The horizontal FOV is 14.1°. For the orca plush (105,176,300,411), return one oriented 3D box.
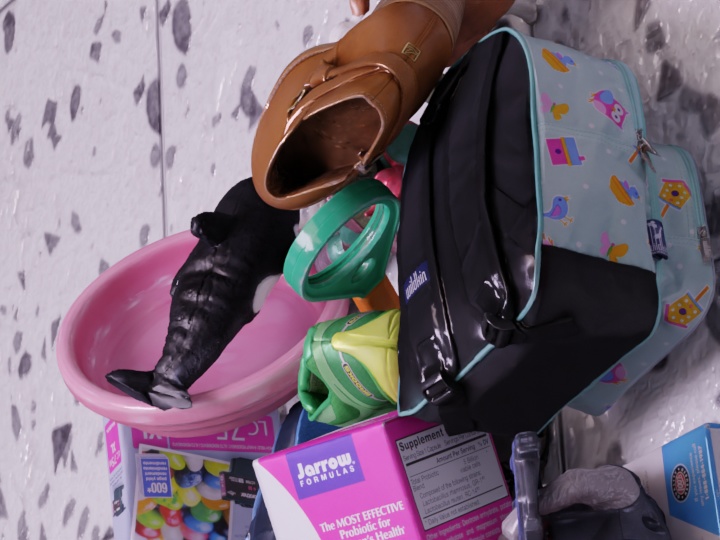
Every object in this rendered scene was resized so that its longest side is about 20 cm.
[{"bbox_3d":[-0.105,-0.003,1.886,0.105,0.071,0.200,7,47,45],"label":"orca plush"}]

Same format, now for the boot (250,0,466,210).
[{"bbox_3d":[-0.024,-0.076,1.661,0.200,0.074,0.155,-51,6,37],"label":"boot"}]

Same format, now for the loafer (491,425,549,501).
[{"bbox_3d":[0.081,0.081,1.702,0.063,0.072,0.201,-5,78,54],"label":"loafer"}]

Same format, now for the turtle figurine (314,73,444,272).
[{"bbox_3d":[0.019,-0.060,1.814,0.200,0.100,0.150,150,125,-63],"label":"turtle figurine"}]

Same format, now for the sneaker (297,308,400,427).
[{"bbox_3d":[0.007,0.065,1.756,0.200,0.083,0.074,71,-153,-68],"label":"sneaker"}]

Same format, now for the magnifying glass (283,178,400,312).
[{"bbox_3d":[0.000,0.000,1.716,0.080,0.200,0.022,-45,72,-5],"label":"magnifying glass"}]

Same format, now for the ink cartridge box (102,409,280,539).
[{"bbox_3d":[-0.103,0.186,1.945,0.042,0.119,0.201,136,132,-57],"label":"ink cartridge box"}]

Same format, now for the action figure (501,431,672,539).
[{"bbox_3d":[0.133,0.179,1.462,0.194,0.104,0.200,-113,14,-49],"label":"action figure"}]

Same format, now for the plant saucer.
[{"bbox_3d":[-0.101,0.044,1.937,0.201,0.200,0.051,48,160,53],"label":"plant saucer"}]

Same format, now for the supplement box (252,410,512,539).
[{"bbox_3d":[0.032,0.180,1.644,0.101,0.103,0.201,-20,86,36],"label":"supplement box"}]

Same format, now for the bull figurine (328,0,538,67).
[{"bbox_3d":[0.067,-0.165,1.719,0.200,0.121,0.065,-50,43,44],"label":"bull figurine"}]

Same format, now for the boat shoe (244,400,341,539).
[{"bbox_3d":[-0.037,0.181,1.894,0.069,0.084,0.201,-22,49,65],"label":"boat shoe"}]

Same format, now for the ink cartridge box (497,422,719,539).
[{"bbox_3d":[0.157,0.167,1.546,0.200,0.068,0.116,-34,56,52],"label":"ink cartridge box"}]

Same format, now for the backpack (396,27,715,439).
[{"bbox_3d":[0.100,-0.025,1.600,0.176,0.153,0.200,129,139,-50],"label":"backpack"}]
